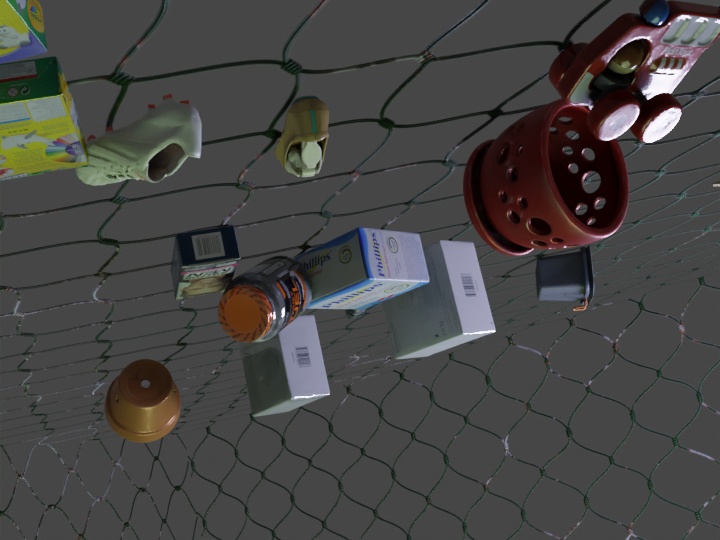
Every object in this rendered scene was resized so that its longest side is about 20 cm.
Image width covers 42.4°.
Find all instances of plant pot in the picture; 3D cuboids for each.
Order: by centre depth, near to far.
[{"bbox_3d":[0.258,-0.127,1.341,0.198,0.204,0.181,-1,170,-42],"label":"plant pot"},{"bbox_3d":[-0.559,0.323,2.399,0.197,0.202,0.141,-7,150,-22],"label":"plant pot"}]

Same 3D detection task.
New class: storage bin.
[{"bbox_3d":[0.513,0.028,2.346,0.132,0.148,0.200,-5,168,9],"label":"storage bin"}]

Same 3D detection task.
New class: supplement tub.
[{"bbox_3d":[-0.170,0.052,1.649,0.121,0.124,0.200,-18,-172,21],"label":"supplement tub"}]

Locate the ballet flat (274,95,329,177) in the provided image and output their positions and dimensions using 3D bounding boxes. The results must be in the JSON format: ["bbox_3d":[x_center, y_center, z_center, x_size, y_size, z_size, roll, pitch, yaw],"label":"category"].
[{"bbox_3d":[-0.074,-0.153,1.182,0.067,0.064,0.200,-11,167,-8],"label":"ballet flat"}]

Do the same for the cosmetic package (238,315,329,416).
[{"bbox_3d":[-0.193,0.239,2.315,0.121,0.203,0.199,-2,163,-39],"label":"cosmetic package"}]

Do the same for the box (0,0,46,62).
[{"bbox_3d":[-0.326,-0.215,0.694,0.115,0.049,0.200,-14,165,0],"label":"box"}]

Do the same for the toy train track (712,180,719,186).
[{"bbox_3d":[0.822,-0.181,1.993,0.113,0.033,0.199,-19,166,22],"label":"toy train track"}]

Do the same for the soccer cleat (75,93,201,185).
[{"bbox_3d":[-0.259,-0.130,1.064,0.198,0.079,0.069,-22,164,34],"label":"soccer cleat"}]

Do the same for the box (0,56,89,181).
[{"bbox_3d":[-0.353,-0.149,0.969,0.115,0.049,0.200,-11,164,-12],"label":"box"}]

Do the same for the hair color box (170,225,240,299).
[{"bbox_3d":[-0.266,-0.011,1.576,0.098,0.062,0.200,-9,166,-16],"label":"hair color box"}]

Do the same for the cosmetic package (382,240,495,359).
[{"bbox_3d":[0.155,0.064,1.980,0.122,0.203,0.199,0,161,-45],"label":"cosmetic package"}]

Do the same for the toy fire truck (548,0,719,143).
[{"bbox_3d":[0.335,-0.254,1.119,0.197,0.113,0.169,-4,140,-36],"label":"toy fire truck"}]

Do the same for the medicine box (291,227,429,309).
[{"bbox_3d":[0.000,0.000,1.783,0.181,0.105,0.198,-24,164,37],"label":"medicine box"}]

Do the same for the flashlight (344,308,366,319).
[{"bbox_3d":[0.002,0.069,2.137,0.067,0.069,0.200,-10,165,-16],"label":"flashlight"}]
